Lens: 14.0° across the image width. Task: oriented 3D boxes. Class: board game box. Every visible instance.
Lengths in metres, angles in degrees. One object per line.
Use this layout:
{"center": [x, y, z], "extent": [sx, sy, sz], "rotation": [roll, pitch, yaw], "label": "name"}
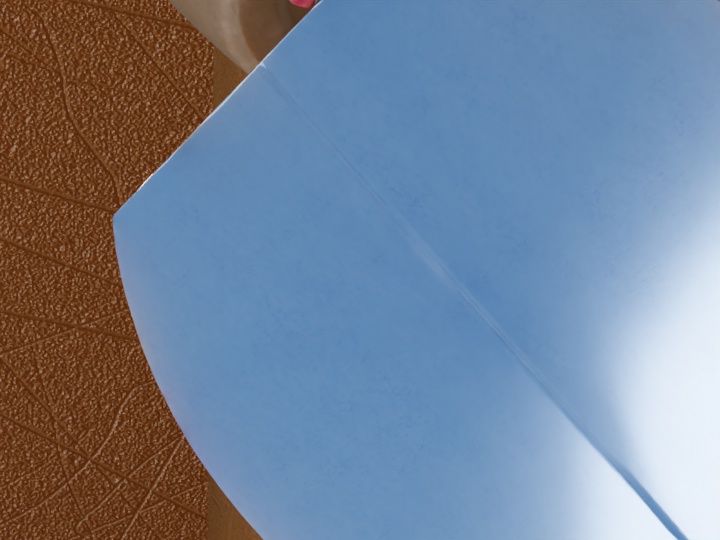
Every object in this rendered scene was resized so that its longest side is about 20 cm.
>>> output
{"center": [0.040, 0.005, 0.640], "extent": [0.200, 0.158, 0.039], "rotation": [-42, 1, 43], "label": "board game box"}

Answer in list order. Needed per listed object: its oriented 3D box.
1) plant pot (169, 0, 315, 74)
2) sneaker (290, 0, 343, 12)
{"center": [-0.020, -0.151, 1.035], "extent": [0.175, 0.199, 0.201], "rotation": [-116, 22, -43], "label": "plant pot"}
{"center": [0.018, -0.125, 0.652], "extent": [0.200, 0.075, 0.081], "rotation": [-44, -12, -46], "label": "sneaker"}
